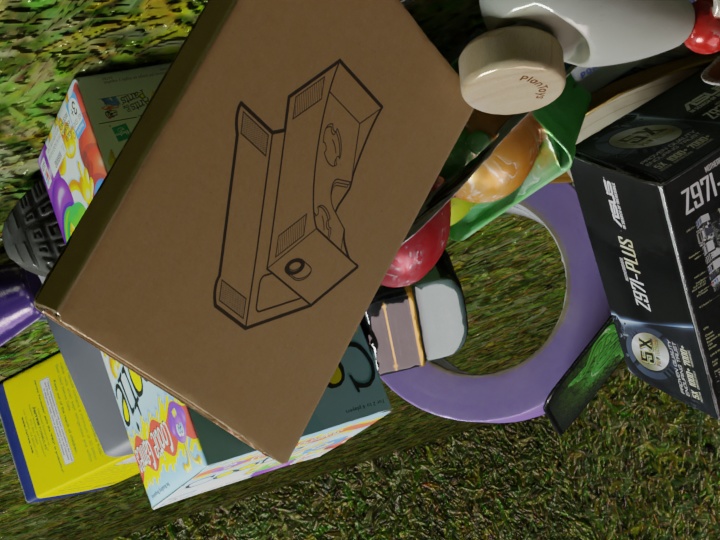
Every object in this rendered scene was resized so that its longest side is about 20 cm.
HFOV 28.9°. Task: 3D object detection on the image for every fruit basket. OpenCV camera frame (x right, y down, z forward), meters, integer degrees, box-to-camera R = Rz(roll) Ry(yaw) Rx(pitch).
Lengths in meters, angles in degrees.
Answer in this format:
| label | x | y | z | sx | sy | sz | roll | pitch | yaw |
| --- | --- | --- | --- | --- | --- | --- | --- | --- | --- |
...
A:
| label | x | y | z | sx | sy | sz | roll | pitch | yaw |
| --- | --- | --- | --- | --- | --- | --- | --- | --- | --- |
| fruit basket | 0.034 | -0.051 | 0.788 | 0.200 | 0.094 | 0.185 | -41 | -177 | -34 |

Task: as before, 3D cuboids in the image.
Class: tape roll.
| label | x | y | z | sx | sy | sz | roll | pitch | yaw |
| --- | --- | --- | --- | --- | --- | --- | --- | --- | --- |
| tape roll | 0.096 | 0.015 | 1.054 | 0.200 | 0.200 | 0.085 | -23 | 167 | 12 |

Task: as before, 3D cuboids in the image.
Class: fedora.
| label | x | y | z | sx | sy | sz | roll | pitch | yaw |
| --- | --- | --- | --- | --- | --- | --- | --- | --- | --- |
| fedora | 0.199 | -0.071 | 0.915 | 0.200 | 0.082 | 0.201 | -19 | 166 | -5 |

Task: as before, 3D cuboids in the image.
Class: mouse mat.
| label | x | y | z | sx | sy | sz | roll | pitch | yaw |
| --- | --- | --- | --- | --- | --- | --- | --- | --- | --- |
| mouse mat | 0.187 | 0.048 | 1.003 | 0.161 | 0.008 | 0.200 | -51 | 162 | -2 |

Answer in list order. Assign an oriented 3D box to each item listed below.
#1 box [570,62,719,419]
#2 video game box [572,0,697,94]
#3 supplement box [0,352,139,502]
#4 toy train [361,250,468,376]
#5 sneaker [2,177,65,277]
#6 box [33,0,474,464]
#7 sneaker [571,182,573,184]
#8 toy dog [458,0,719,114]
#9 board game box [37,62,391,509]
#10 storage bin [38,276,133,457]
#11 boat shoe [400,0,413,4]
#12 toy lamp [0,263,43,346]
| label | x | y | z | sx | sy | sz | roll | pitch | yaw |
| --- | --- | --- | --- | --- | --- | --- | --- | --- | --- |
| box | 0.241 | -0.038 | 0.829 | 0.200 | 0.164 | 0.086 | -32 | -150 | -17 |
| video game box | 0.218 | -0.144 | 0.931 | 0.200 | 0.047 | 0.182 | -7 | 159 | -47 |
| supplement box | -0.198 | 0.112 | 1.205 | 0.200 | 0.110 | 0.109 | -26 | 167 | 25 |
| toy train | 0.000 | 0.000 | 0.927 | 0.114 | 0.085 | 0.200 | -12 | -151 | -4 |
| sneaker | -0.115 | -0.029 | 0.829 | 0.200 | 0.076 | 0.091 | -12 | 172 | -27 |
| box | -0.033 | -0.035 | 0.600 | 0.021 | 0.200 | 0.163 | 17 | 163 | 40 |
| sneaker | 0.206 | -0.051 | 1.135 | 0.099 | 0.078 | 0.200 | -39 | -172 | -12 |
| toy dog | 0.137 | -0.134 | 0.643 | 0.200 | 0.132 | 0.096 | -18 | 166 | -13 |
| board game box | -0.080 | 0.005 | 0.718 | 0.105 | 0.200 | 0.103 | -14 | 166 | -28 |
| storage bin | -0.134 | 0.056 | 1.012 | 0.145 | 0.135 | 0.200 | -28 | 165 | 32 |
| boat shoe | 0.051 | -0.153 | 0.565 | 0.072 | 0.066 | 0.201 | -16 | 167 | -31 |
| toy lamp | -0.297 | 0.045 | 0.886 | 0.200 | 0.058 | 0.058 | -19 | 168 | 4 |
